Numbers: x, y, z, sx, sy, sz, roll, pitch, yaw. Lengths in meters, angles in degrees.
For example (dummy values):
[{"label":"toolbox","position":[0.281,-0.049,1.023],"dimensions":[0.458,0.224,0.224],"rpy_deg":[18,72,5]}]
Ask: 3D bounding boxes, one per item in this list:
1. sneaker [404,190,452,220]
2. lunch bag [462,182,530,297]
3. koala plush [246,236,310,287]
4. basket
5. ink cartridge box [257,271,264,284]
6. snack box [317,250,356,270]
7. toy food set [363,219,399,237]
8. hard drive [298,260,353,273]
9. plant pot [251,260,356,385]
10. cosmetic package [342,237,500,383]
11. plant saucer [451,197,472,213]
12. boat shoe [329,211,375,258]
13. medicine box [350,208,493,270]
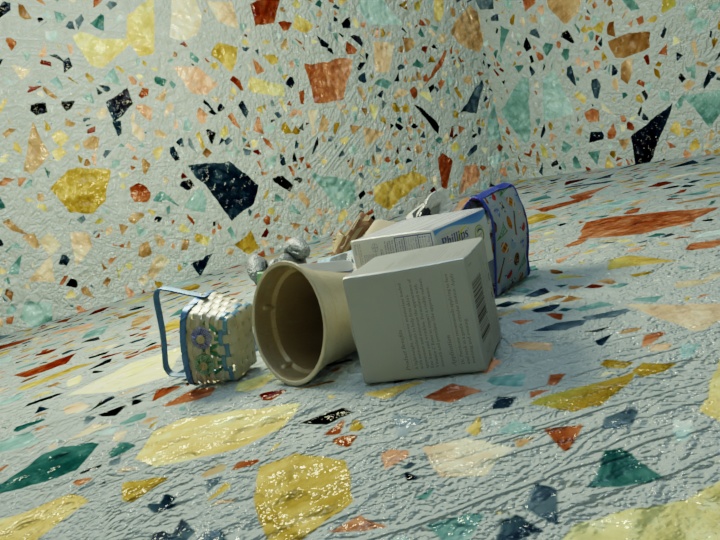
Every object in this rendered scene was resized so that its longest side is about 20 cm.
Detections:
[{"label":"sneaker","position":[0.119,-0.075,1.411],"dimensions":[0.202,0.078,0.130],"rpy_deg":[-59,-1,-10]},{"label":"lunch bag","position":[0.275,-0.071,1.359],"dimensions":[0.121,0.206,0.168],"rpy_deg":[10,23,36]},{"label":"koala plush","position":[-0.166,0.051,1.616],"dimensions":[0.174,0.188,0.200],"rpy_deg":[-25,33,-16]},{"label":"basket","position":[-0.302,0.122,1.227],"dimensions":[0.194,0.182,0.139],"rpy_deg":[3,19,25]},{"label":"ink cartridge box","position":[-0.130,0.051,1.459],"dimensions":[0.193,0.087,0.145],"rpy_deg":[-1,-7,-4]},{"label":"snack box","position":[-0.002,0.041,1.336],"dimensions":[0.113,0.038,0.202],"rpy_deg":[-17,48,-18]},{"label":"toy food set","position":[0.087,-0.042,1.473],"dimensions":[0.194,0.062,0.144],"rpy_deg":[12,38,19]},{"label":"hard drive","position":[-0.109,0.034,1.272],"dimensions":[0.128,0.026,0.200],"rpy_deg":[-5,-19,-27]},{"label":"plant pot","position":[-0.061,0.080,1.134],"dimensions":[0.180,0.207,0.197],"rpy_deg":[-6,1,-45]},{"label":"cosmetic package","position":[0.100,0.059,1.004],"dimensions":[0.194,0.170,0.165],"rpy_deg":[-9,10,23]},{"label":"plant saucer","position":[0.221,-0.059,1.428],"dimensions":[0.032,0.206,0.199],"rpy_deg":[16,24,31]},{"label":"boat shoe","position":[-0.040,-0.065,1.649],"dimensions":[0.200,0.072,0.076],"rpy_deg":[-47,4,-1]},{"label":"medicine box","position":[0.114,-0.036,1.197],"dimensions":[0.196,0.106,0.180],"rpy_deg":[-5,13,42]}]
